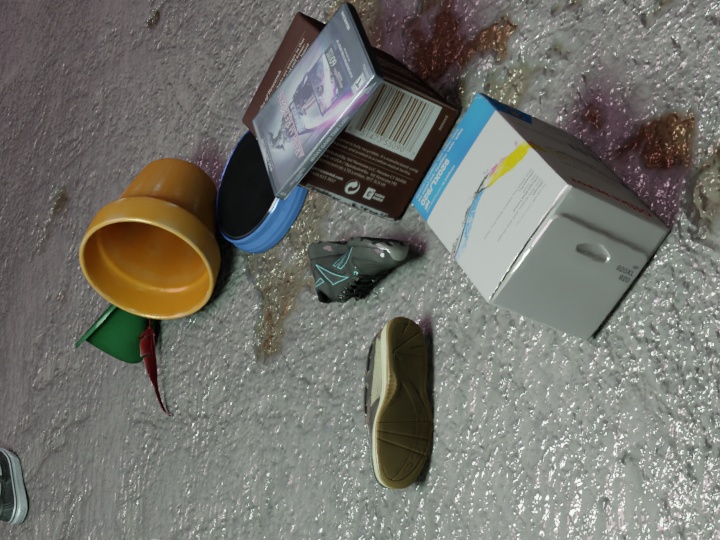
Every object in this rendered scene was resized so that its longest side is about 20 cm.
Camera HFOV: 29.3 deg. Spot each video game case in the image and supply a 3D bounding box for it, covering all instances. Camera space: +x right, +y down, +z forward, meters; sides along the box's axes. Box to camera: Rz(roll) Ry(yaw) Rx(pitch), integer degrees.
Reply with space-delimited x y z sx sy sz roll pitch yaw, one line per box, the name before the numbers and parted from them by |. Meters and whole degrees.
video game case | -0.054 -0.199 1.616 0.200 0.019 0.143 -47 41 28

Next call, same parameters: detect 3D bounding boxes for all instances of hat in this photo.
hat | -0.330 0.119 2.146 0.200 0.176 0.166 -52 8 -34

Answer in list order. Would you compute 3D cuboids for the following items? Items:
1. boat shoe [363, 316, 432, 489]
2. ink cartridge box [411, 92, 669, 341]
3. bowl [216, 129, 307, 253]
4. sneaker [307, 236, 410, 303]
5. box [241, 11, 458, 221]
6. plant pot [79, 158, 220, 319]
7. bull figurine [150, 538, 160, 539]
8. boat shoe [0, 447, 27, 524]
boat shoe | 0.038 0.155 1.569 0.065 0.073 0.201 -35 43 56
ink cartridge box | 0.177 -0.055 1.399 0.145 0.147 0.200 -57 35 19
bowl | -0.143 -0.125 1.983 0.200 0.039 0.201 -30 50 44
sneaker | 0.000 0.000 1.705 0.200 0.075 0.080 -7 79 62
box | -0.017 -0.193 1.724 0.165 0.166 0.200 -61 35 15
plant pot | -0.293 -0.061 2.041 0.200 0.200 0.184 -39 26 38
bull figurine | -0.323 0.451 1.923 0.200 0.065 0.122 -31 47 45
boat shoe | -0.634 0.366 2.401 0.072 0.071 0.200 -63 34 11
